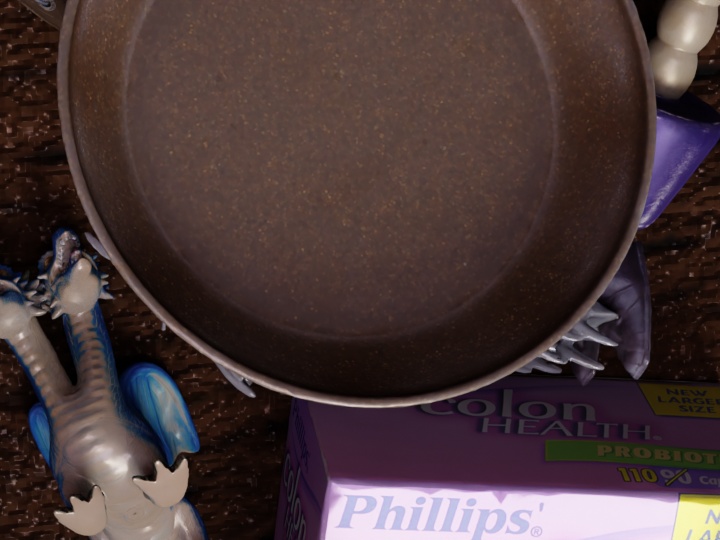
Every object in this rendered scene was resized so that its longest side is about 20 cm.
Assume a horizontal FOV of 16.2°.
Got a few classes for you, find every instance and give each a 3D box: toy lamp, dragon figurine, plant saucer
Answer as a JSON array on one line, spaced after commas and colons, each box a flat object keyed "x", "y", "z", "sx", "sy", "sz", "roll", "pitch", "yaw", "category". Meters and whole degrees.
[{"x": 0.126, "y": -0.110, "z": 0.900, "sx": 0.058, "sy": 0.058, "sz": 0.201, "roll": 18, "pitch": 109, "yaw": -17, "category": "toy lamp"}, {"x": -0.088, "y": 0.073, "z": 0.943, "sx": 0.058, "sy": 0.100, "sz": 0.201, "roll": -23, "pitch": 135, "yaw": 0, "category": "dragon figurine"}, {"x": -0.002, "y": -0.054, "z": 0.823, "sx": 0.199, "sy": 0.037, "sz": 0.202, "roll": 3, "pitch": 80, "yaw": -14, "category": "plant saucer"}]

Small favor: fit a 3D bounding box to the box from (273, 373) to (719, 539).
[{"x": 0.054, "y": 0.148, "z": 0.980, "sx": 0.174, "sy": 0.097, "sz": 0.201, "roll": 4, "pitch": 113, "yaw": -11, "category": "box"}]

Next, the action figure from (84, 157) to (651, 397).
[{"x": 0.000, "y": 0.000, "z": 0.902, "sx": 0.198, "sy": 0.070, "sz": 0.130, "roll": 9, "pitch": 157, "yaw": -14, "category": "action figure"}]

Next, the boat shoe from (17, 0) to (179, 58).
[{"x": -0.096, "y": -0.121, "z": 0.847, "sx": 0.200, "sy": 0.072, "sz": 0.073, "roll": 52, "pitch": 55, "yaw": -43, "category": "boat shoe"}]
